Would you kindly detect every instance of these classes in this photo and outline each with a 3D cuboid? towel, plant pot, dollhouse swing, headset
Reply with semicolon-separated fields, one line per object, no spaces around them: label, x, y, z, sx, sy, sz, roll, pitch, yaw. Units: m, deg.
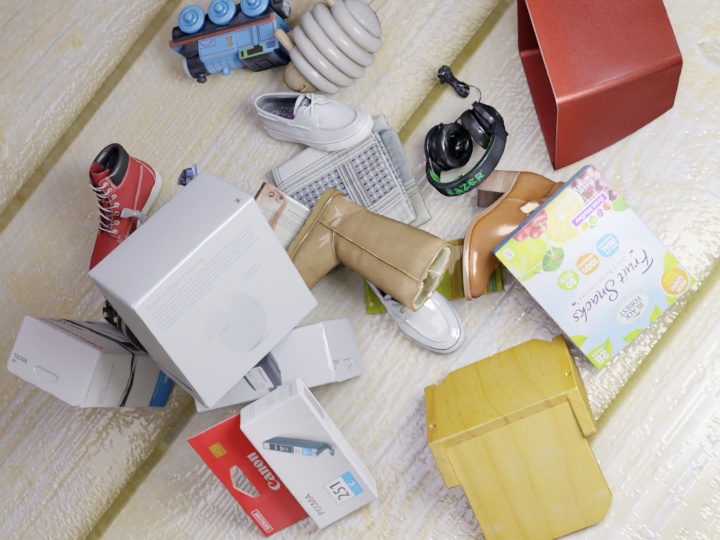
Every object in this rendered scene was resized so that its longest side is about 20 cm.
towel;0.098;0.003;1.716;0.199;0.018;0.087;-11;69;17
towel;-0.017;-0.111;1.785;0.199;0.035;0.193;-28;66;10
plant pot;0.315;-0.277;1.638;0.175;0.200;0.201;-13;69;2
dollhouse swing;0.210;0.223;1.597;0.199;0.176;0.182;-24;26;12
headset;0.136;-0.194;1.710;0.123;0.094;0.201;-29;38;32

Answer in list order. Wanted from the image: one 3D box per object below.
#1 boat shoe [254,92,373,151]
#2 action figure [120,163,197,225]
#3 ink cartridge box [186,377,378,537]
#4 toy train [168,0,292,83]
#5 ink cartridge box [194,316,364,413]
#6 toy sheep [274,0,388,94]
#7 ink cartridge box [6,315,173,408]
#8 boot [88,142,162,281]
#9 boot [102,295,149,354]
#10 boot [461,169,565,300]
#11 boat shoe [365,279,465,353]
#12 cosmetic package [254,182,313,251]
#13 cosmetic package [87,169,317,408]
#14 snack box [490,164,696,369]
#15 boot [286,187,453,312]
boat shoe;-0.072;-0.226;1.798;0.199;0.069;0.072;18;68;41
action figure;-0.250;-0.059;1.822;0.192;0.105;0.201;4;100;16
ink cartridge box;-0.101;0.258;1.622;0.176;0.200;0.045;-30;27;10
toy train;-0.196;-0.355;1.902;0.199;0.087;0.115;-11;76;17
ink cartridge box;-0.113;0.125;1.677;0.199;0.145;0.084;-14;87;16
toy sheep;-0.037;-0.334;1.810;0.200;0.138;0.138;-43;63;21
ink cartridge box;-0.370;0.129;1.744;0.144;0.200;0.085;22;94;24
boot;-0.378;-0.083;1.851;0.072;0.144;0.201;16;81;22
boot;-0.315;0.068;1.752;0.153;0.203;0.074;17;89;28
boot;0.218;-0.043;1.643;0.154;0.074;0.201;11;69;12
boat shoe;0.057;0.036;1.681;0.200;0.067;0.074;42;95;23
cosmetic package;-0.148;-0.016;1.732;0.087;0.103;0.201;30;89;-9
cosmetic package;-0.194;0.022;1.556;0.199;0.200;0.123;-43;44;-16
snack box;0.293;-0.005;1.576;0.169;0.068;0.200;-43;93;3
boot;0.000;0.000;1.644;0.199;0.066;0.176;30;99;29
